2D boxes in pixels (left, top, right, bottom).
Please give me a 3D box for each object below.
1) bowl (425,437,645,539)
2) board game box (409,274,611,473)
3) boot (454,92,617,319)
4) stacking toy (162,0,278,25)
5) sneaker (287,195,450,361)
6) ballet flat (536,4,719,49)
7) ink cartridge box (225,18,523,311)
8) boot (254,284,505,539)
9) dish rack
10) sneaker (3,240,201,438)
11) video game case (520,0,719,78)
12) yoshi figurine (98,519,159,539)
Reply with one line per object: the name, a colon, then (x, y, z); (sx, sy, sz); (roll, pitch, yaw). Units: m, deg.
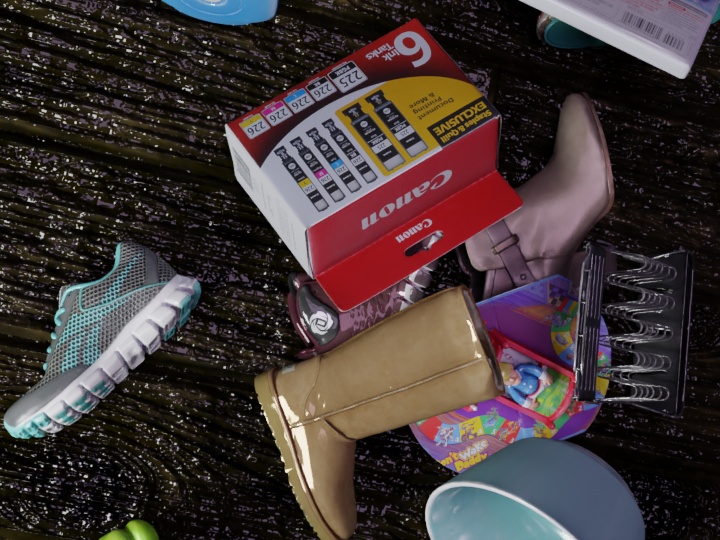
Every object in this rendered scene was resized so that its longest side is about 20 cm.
bowl: (0.166, 0.223, 1.380); (0.201, 0.201, 0.105); (48, 57, -7)
board game box: (0.137, 0.101, 1.410); (0.198, 0.039, 0.159); (-19, 112, -9)
boot: (0.152, -0.051, 1.441); (0.145, 0.070, 0.202); (-10, 90, -15)
stacking toy: (-0.111, -0.325, 1.387); (0.115, 0.110, 0.202); (11, 72, -1)
sneaker: (0.000, 0.000, 1.399); (0.115, 0.076, 0.202); (21, 82, -9)
ballet flat: (0.246, -0.250, 1.488); (0.198, 0.076, 0.064); (-9, 57, -19)
ink cartridge box: (0.016, -0.091, 1.363); (0.199, 0.084, 0.176); (-31, 62, -14)
boot: (0.028, 0.128, 1.351); (0.198, 0.066, 0.176); (-21, 102, 12)
dish rack: (0.238, 0.050, 1.407); (0.054, 0.200, 0.155); (2, 85, 28)
sneaker: (-0.231, 0.056, 1.347); (0.091, 0.078, 0.200); (44, 73, 9)
video game case: (0.234, -0.283, 1.447); (0.199, 0.024, 0.183); (26, 59, 4)
yoshi figurine: (-0.173, 0.296, 1.339); (0.111, 0.112, 0.202); (-8, 106, 25)
